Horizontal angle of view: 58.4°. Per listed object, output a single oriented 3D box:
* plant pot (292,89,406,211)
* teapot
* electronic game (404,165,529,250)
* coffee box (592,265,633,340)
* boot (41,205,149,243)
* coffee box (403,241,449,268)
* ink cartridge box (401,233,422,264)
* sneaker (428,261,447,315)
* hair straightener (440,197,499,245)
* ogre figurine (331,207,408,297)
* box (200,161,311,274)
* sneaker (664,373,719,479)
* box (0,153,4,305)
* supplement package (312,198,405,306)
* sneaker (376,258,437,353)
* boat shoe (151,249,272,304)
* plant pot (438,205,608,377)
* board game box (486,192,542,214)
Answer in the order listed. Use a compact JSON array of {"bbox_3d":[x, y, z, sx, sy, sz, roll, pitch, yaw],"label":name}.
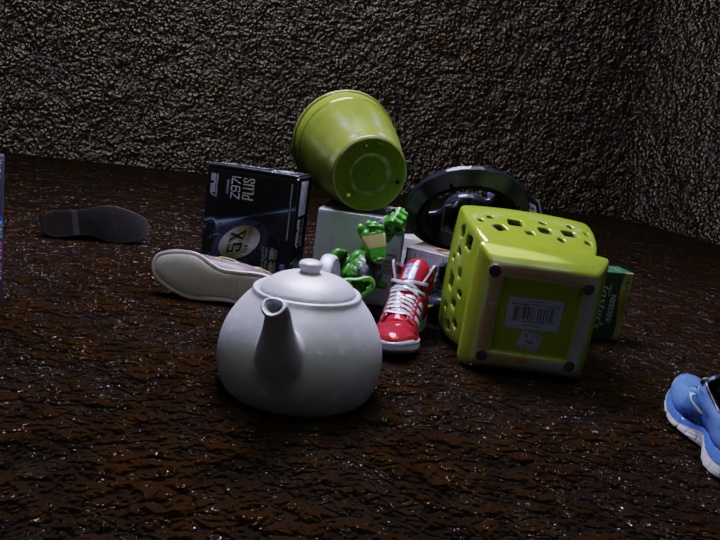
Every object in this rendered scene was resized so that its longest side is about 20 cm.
[{"bbox_3d":[-0.008,-0.198,1.134,0.199,0.201,0.193,4,24,-17],"label":"plant pot"},{"bbox_3d":[-0.061,0.058,0.712,0.197,0.147,0.200,-1,14,-34],"label":"teapot"},{"bbox_3d":[0.170,-0.095,1.040,0.199,0.200,0.042,7,55,-5],"label":"electronic game"},{"bbox_3d":[0.343,0.049,1.054,0.199,0.124,0.044,5,13,-19],"label":"coffee box"},{"bbox_3d":[-0.531,-0.096,1.310,0.199,0.074,0.075,3,3,-12],"label":"boot"},{"bbox_3d":[0.196,0.003,1.265,0.199,0.080,0.114,14,14,26],"label":"coffee box"},{"bbox_3d":[0.186,-0.043,1.495,0.199,0.068,0.117,-3,16,-36],"label":"ink cartridge box"},{"bbox_3d":[0.145,0.029,1.117,0.073,0.081,0.200,9,13,10],"label":"sneaker"},{"bbox_3d":[0.194,-0.046,1.012,0.200,0.077,0.041,31,15,-34],"label":"hair straightener"},{"bbox_3d":[0.000,0.000,0.995,0.098,0.201,0.120,14,-8,-6],"label":"ogre figurine"},{"bbox_3d":[-0.182,-0.079,1.123,0.163,0.201,0.086,10,12,9],"label":"box"},{"bbox_3d":[0.397,0.151,0.703,0.078,0.090,0.200,10,12,4],"label":"sneaker"},{"bbox_3d":[-0.517,-0.047,0.778,0.122,0.201,0.106,8,12,2],"label":"box"},{"bbox_3d":[0.001,-0.040,1.173,0.150,0.153,0.200,9,12,3],"label":"supplement package"},{"bbox_3d":[0.064,0.045,0.923,0.071,0.113,0.200,10,13,11],"label":"sneaker"},{"bbox_3d":[-0.222,0.012,1.005,0.199,0.072,0.060,12,7,2],"label":"boat shoe"},{"bbox_3d":[0.226,0.033,0.902,0.199,0.200,0.182,8,18,0],"label":"plant pot"},{"bbox_3d":[0.307,-0.044,1.208,0.056,0.201,0.165,-16,-14,31],"label":"board game box"}]
